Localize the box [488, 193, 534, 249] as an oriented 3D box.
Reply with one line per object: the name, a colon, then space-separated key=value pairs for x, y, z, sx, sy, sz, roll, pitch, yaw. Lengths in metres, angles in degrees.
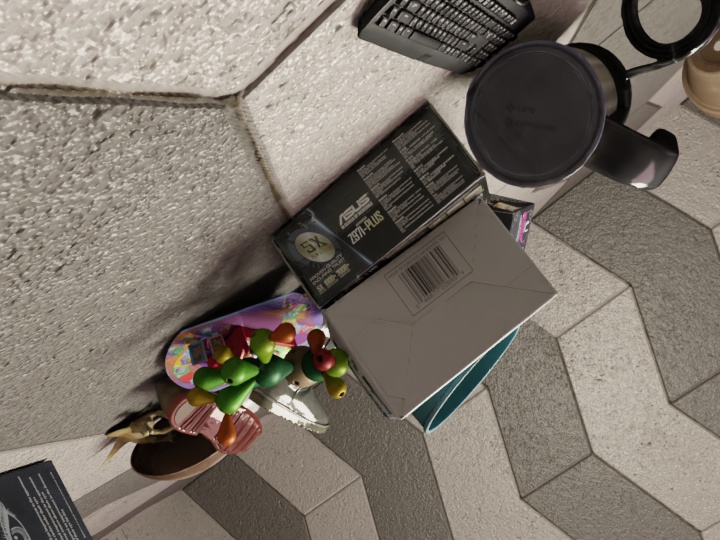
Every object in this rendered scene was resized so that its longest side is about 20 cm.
box: x=0.187 y=-0.019 z=0.926 sx=0.114 sy=0.130 sz=0.204 roll=-21 pitch=123 yaw=-55

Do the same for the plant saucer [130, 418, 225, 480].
plant saucer: x=-0.267 y=0.272 z=0.917 sx=0.197 sy=0.037 sz=0.201 roll=-17 pitch=-161 yaw=6

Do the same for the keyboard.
keyboard: x=0.083 y=-0.171 z=0.385 sx=0.104 sy=0.040 sz=0.199 roll=-42 pitch=170 yaw=30

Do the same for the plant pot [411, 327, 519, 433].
plant pot: x=0.096 y=0.095 z=0.834 sx=0.199 sy=0.188 sz=0.201 roll=-40 pitch=157 yaw=-21

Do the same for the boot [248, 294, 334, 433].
boot: x=-0.062 y=0.131 z=0.861 sx=0.202 sy=0.072 sz=0.182 roll=-62 pitch=143 yaw=-13

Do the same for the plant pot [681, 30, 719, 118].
plant pot: x=0.727 y=-0.416 z=1.120 sx=0.173 sy=0.203 sz=0.200 roll=1 pitch=146 yaw=-46

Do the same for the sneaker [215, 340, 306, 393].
sneaker: x=-0.166 y=0.108 z=0.784 sx=0.199 sy=0.074 sz=0.084 roll=-37 pitch=144 yaw=23

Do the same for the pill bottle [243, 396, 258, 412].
pill bottle: x=-0.131 y=0.153 z=0.927 sx=0.198 sy=0.111 sz=0.111 roll=-30 pitch=169 yaw=-32

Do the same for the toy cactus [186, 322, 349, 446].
toy cactus: x=-0.079 y=0.111 z=0.601 sx=0.198 sy=0.104 sz=0.164 roll=-24 pitch=164 yaw=27

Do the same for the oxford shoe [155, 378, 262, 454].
oxford shoe: x=-0.207 y=0.198 z=0.800 sx=0.071 sy=0.074 sz=0.201 roll=-48 pitch=142 yaw=-12

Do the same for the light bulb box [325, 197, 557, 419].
light bulb box: x=0.074 y=0.054 z=0.624 sx=0.197 sy=0.126 sz=0.200 roll=-35 pitch=170 yaw=-10

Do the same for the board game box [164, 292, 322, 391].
board game box: x=-0.131 y=0.106 z=0.689 sx=0.197 sy=0.039 sz=0.159 roll=-18 pitch=146 yaw=-15

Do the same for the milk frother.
milk frother: x=0.213 y=-0.185 z=0.510 sx=0.188 sy=0.178 sz=0.204 roll=-32 pitch=131 yaw=-54

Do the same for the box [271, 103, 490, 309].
box: x=0.031 y=-0.055 z=0.598 sx=0.199 sy=0.087 sz=0.164 roll=-39 pitch=170 yaw=12

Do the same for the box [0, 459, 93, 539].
box: x=-0.408 y=0.318 z=0.624 sx=0.104 sy=0.149 sz=0.200 roll=-35 pitch=169 yaw=2

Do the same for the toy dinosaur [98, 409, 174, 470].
toy dinosaur: x=-0.332 y=0.240 z=0.857 sx=0.100 sy=0.059 sz=0.199 roll=-4 pitch=156 yaw=-41
